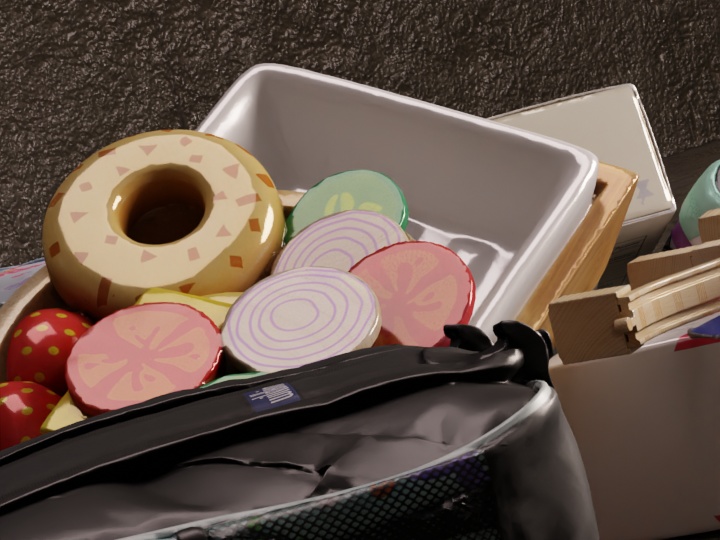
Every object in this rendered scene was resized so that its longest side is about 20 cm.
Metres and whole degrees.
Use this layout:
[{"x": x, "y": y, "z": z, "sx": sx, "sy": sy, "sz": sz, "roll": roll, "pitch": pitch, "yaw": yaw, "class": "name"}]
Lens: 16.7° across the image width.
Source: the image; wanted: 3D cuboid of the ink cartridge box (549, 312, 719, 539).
[{"x": 0.177, "y": 0.047, "z": 1.075, "sx": 0.144, "sy": 0.085, "sz": 0.200, "roll": -13, "pitch": 5, "yaw": 24, "class": "ink cartridge box"}]

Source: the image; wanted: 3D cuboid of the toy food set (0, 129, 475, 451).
[{"x": -0.057, "y": 0.024, "z": 0.945, "sx": 0.197, "sy": 0.049, "sz": 0.200, "roll": 10, "pitch": 44, "yaw": 26, "class": "toy food set"}]

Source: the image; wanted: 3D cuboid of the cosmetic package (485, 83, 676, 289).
[{"x": 0.090, "y": -0.019, "z": 1.270, "sx": 0.104, "sy": 0.072, "sz": 0.200, "roll": -14, "pitch": -16, "yaw": -9, "class": "cosmetic package"}]

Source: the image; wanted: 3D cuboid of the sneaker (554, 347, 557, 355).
[{"x": 0.058, "y": 0.080, "z": 1.115, "sx": 0.083, "sy": 0.081, "sz": 0.199, "roll": -20, "pitch": 3, "yaw": 45, "class": "sneaker"}]

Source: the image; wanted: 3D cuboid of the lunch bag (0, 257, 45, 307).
[{"x": -0.146, "y": 0.081, "z": 1.221, "sx": 0.126, "sy": 0.171, "sz": 0.200, "roll": -20, "pitch": 9, "yaw": -23, "class": "lunch bag"}]

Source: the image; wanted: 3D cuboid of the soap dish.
[{"x": 0.000, "y": 0.000, "z": 1.055, "sx": 0.199, "sy": 0.082, "sz": 0.158, "roll": 17, "pitch": 54, "yaw": 29, "class": "soap dish"}]

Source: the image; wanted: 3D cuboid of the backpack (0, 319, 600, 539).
[{"x": -0.042, "y": 0.102, "z": 0.664, "sx": 0.198, "sy": 0.152, "sz": 0.178, "roll": -9, "pitch": 2, "yaw": -9, "class": "backpack"}]

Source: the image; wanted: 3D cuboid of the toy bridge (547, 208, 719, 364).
[{"x": 0.146, "y": 0.001, "z": 1.029, "sx": 0.067, "sy": 0.027, "sz": 0.200, "roll": -11, "pitch": 7, "yaw": 29, "class": "toy bridge"}]

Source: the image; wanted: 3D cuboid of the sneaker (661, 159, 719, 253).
[{"x": 0.226, "y": 0.028, "z": 1.249, "sx": 0.199, "sy": 0.140, "sz": 0.078, "roll": 20, "pitch": 37, "yaw": -18, "class": "sneaker"}]

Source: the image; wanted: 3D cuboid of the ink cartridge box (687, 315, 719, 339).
[{"x": 0.244, "y": -0.019, "z": 0.907, "sx": 0.199, "sy": 0.041, "sz": 0.199, "roll": -19, "pitch": 8, "yaw": -20, "class": "ink cartridge box"}]
